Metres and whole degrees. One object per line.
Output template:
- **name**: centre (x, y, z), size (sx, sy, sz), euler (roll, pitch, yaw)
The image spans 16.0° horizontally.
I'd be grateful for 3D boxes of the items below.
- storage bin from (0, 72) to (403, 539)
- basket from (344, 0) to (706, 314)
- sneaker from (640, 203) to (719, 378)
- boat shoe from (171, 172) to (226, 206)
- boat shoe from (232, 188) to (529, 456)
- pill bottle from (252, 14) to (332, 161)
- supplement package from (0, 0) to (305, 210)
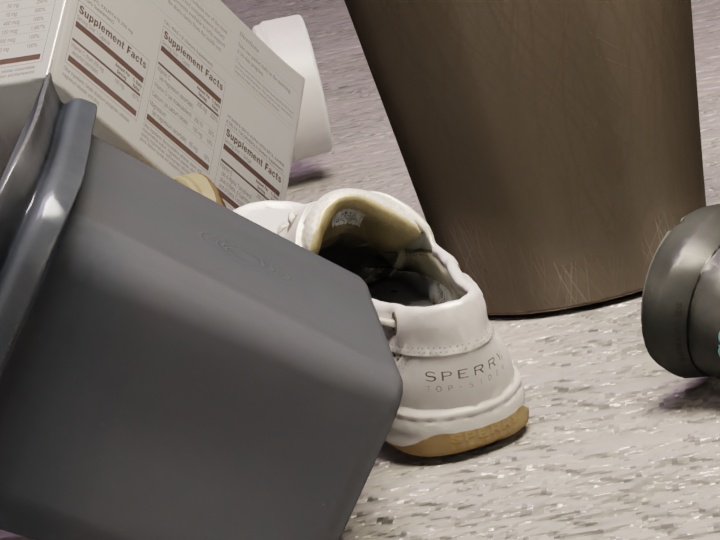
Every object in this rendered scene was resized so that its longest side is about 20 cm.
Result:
- **storage bin**: centre (-0.070, 0.037, 0.809), size (0.134, 0.146, 0.200), euler (24, 8, -7)
- **basket**: centre (0.073, -0.092, 1.080), size (0.180, 0.200, 0.136), euler (-20, 13, -34)
- **sneaker**: centre (0.185, -0.005, 0.920), size (0.079, 0.075, 0.200), euler (15, 34, 38)
- **boat shoe**: centre (-0.085, 0.003, 1.119), size (0.064, 0.071, 0.200), euler (-14, 13, -12)
- **boat shoe**: centre (0.000, 0.000, 0.953), size (0.071, 0.069, 0.200), euler (-19, 27, -23)
- **pill bottle**: centre (-0.122, -0.086, 1.480), size (0.200, 0.112, 0.112), euler (-14, 12, -5)
- **supplement package**: centre (-0.148, -0.086, 1.261), size (0.156, 0.111, 0.200), euler (-5, -28, 30)
